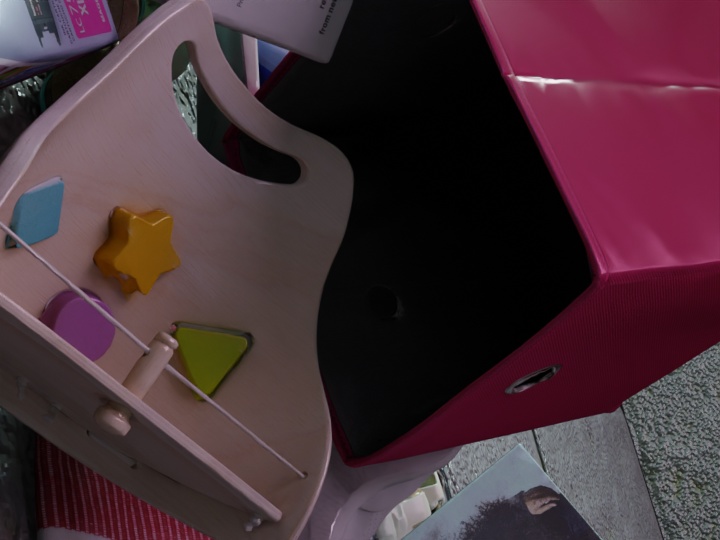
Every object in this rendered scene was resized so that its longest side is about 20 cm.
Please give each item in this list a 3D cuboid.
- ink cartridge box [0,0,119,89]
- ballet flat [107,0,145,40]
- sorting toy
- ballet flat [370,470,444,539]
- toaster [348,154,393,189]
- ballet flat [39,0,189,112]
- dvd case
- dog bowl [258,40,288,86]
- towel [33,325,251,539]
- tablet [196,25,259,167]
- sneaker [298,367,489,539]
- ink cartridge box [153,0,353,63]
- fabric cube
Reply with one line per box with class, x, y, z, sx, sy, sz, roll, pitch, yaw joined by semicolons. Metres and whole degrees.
ink cartridge box;-0.173;-0.067;0.455;0.200;0.119;0.042;-47;118;-73
ballet flat;-0.178;-0.209;0.706;0.062;0.067;0.201;-20;76;-36
sorting toy;-0.079;-0.011;0.555;0.200;0.107;0.180;46;66;-36
ballet flat;0.021;0.168;0.945;0.200;0.072;0.072;-10;81;-74
toaster;0.000;0.000;0.826;0.200;0.113;0.130;-2;85;-57
ballet flat;-0.127;-0.134;0.778;0.200;0.072;0.068;-82;156;-60
dvd case;0.073;0.216;0.801;0.146;0.200;0.022;50;-27;14
dog bowl;0.014;-0.170;0.870;0.079;0.199;0.201;87;-3;-52
towel;-0.095;0.066;0.656;0.144;0.023;0.201;22;47;-38
tablet;-0.083;-0.116;0.801;0.200;0.014;0.131;125;-37;-66
sneaker;-0.005;0.117;0.745;0.075;0.200;0.089;41;-14;17
ink cartridge box;-0.112;-0.175;0.601;0.199;0.084;0.146;16;10;-32
fabric cube;0.084;-0.038;0.666;0.199;0.196;0.201;-4;63;-40
